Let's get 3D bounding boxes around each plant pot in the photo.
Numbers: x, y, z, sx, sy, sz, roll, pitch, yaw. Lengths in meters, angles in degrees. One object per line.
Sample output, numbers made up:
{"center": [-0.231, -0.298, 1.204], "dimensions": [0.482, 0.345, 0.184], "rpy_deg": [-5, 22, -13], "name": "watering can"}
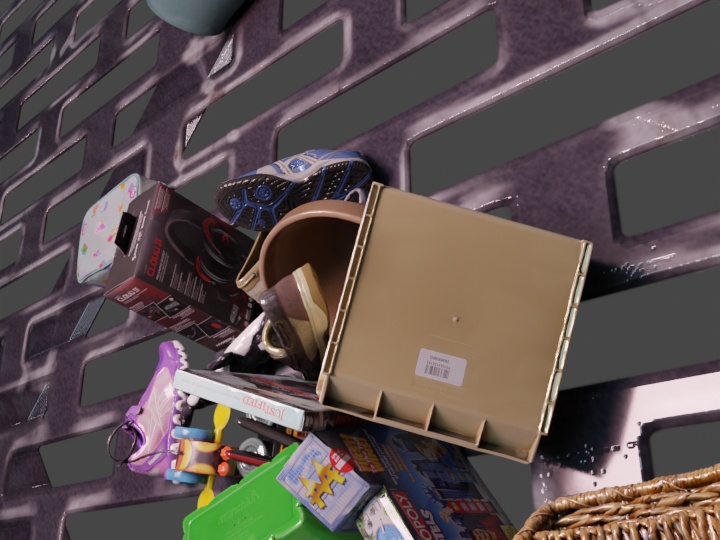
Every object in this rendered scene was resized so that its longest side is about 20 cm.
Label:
{"center": [-0.250, -0.490, 1.303], "dimensions": [0.189, 0.199, 0.201], "rpy_deg": [-61, 40, 31], "name": "plant pot"}
{"center": [0.000, 0.000, 0.875], "dimensions": [0.200, 0.201, 0.093], "rpy_deg": [-25, 20, 37], "name": "plant pot"}

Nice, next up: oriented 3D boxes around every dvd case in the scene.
{"center": [-0.059, 0.124, 0.777], "dimensions": [0.145, 0.200, 0.022], "rpy_deg": [12, 88, 31], "name": "dvd case"}

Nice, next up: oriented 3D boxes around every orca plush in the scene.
{"center": [-0.152, 0.139, 1.028], "dimensions": [0.200, 0.105, 0.071], "rpy_deg": [-44, 81, 10], "name": "orca plush"}

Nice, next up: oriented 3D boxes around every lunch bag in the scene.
{"center": [-0.389, -0.065, 1.351], "dimensions": [0.199, 0.077, 0.162], "rpy_deg": [-24, 57, 38], "name": "lunch bag"}

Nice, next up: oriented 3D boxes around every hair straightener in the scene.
{"center": [-0.040, 0.182, 0.850], "dimensions": [0.199, 0.041, 0.078], "rpy_deg": [13, 83, 13], "name": "hair straightener"}

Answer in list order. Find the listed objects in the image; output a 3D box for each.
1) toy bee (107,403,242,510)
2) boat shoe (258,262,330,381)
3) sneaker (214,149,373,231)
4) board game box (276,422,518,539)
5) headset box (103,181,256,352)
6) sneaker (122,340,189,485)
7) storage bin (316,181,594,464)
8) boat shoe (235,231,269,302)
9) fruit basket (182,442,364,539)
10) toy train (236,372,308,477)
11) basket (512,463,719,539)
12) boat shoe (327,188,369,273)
{"center": [-0.180, 0.226, 0.948], "dimensions": [0.108, 0.200, 0.132], "rpy_deg": [2, 96, 28], "name": "toy bee"}
{"center": [-0.066, 0.059, 0.806], "dimensions": [0.066, 0.201, 0.072], "rpy_deg": [-14, 64, -8], "name": "boat shoe"}
{"center": [-0.081, -0.102, 1.005], "dimensions": [0.198, 0.076, 0.077], "rpy_deg": [-9, 30, 4], "name": "sneaker"}
{"center": [0.036, 0.206, 0.707], "dimensions": [0.062, 0.199, 0.200], "rpy_deg": [-55, 45, 20], "name": "board game box"}
{"center": [-0.231, -0.006, 1.054], "dimensions": [0.075, 0.200, 0.150], "rpy_deg": [-26, 45, 36], "name": "headset box"}
{"center": [-0.278, 0.190, 1.112], "dimensions": [0.081, 0.088, 0.202], "rpy_deg": [118, 151, -59], "name": "sneaker"}
{"center": [0.079, 0.045, 0.723], "dimensions": [0.094, 0.199, 0.200], "rpy_deg": [110, 176, -85], "name": "storage bin"}
{"center": [-0.105, -0.050, 1.035], "dimensions": [0.073, 0.063, 0.202], "rpy_deg": [-16, 48, 43], "name": "boat shoe"}
{"center": [-0.049, 0.291, 0.791], "dimensions": [0.216, 0.215, 0.156], "rpy_deg": [-45, 31, 24], "name": "fruit basket"}
{"center": [-0.077, 0.217, 0.916], "dimensions": [0.113, 0.085, 0.202], "rpy_deg": [0, 74, 36], "name": "toy train"}
{"center": [0.193, 0.218, 0.584], "dimensions": [0.199, 0.142, 0.150], "rpy_deg": [-24, 59, 38], "name": "basket"}
{"center": [-0.039, -0.009, 0.970], "dimensions": [0.200, 0.068, 0.072], "rpy_deg": [-53, 45, 17], "name": "boat shoe"}
